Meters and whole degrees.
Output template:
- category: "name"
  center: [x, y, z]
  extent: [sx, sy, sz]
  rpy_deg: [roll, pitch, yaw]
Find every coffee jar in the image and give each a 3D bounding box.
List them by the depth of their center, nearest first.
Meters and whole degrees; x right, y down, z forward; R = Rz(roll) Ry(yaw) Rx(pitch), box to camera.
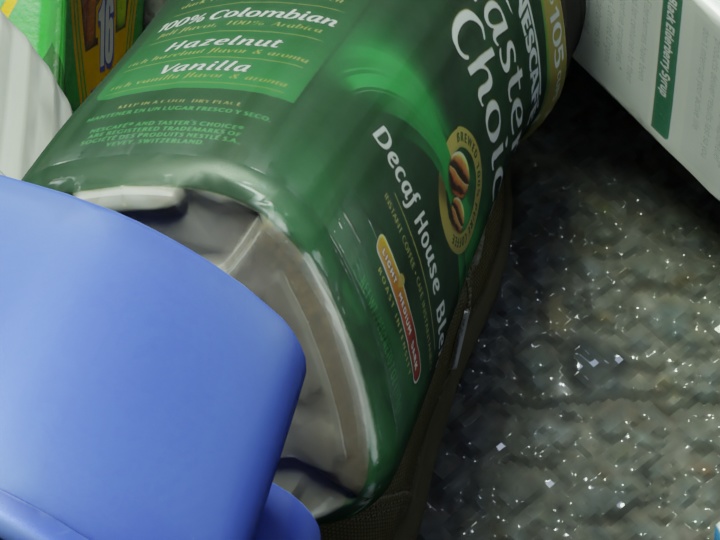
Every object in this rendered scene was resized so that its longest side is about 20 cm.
- category: "coffee jar"
  center: [-0.008, -0.038, 0.706]
  extent: [0.085, 0.104, 0.200]
  rpy_deg: [-2, 37, 23]

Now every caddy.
- category: "caddy"
  center: [-0.101, 0.053, 0.595]
  extent: [0.199, 0.142, 0.105]
  rpy_deg: [16, 56, 15]

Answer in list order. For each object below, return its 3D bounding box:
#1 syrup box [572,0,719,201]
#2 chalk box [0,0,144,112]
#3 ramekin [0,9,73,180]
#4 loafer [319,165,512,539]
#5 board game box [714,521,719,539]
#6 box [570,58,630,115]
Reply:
- category: "syrup box"
  center: [0.079, -0.105, 0.794]
  extent: [0.079, 0.082, 0.200]
  rpy_deg: [-36, 65, -18]
- category: "chalk box"
  center: [-0.123, -0.149, 0.806]
  extent: [0.123, 0.201, 0.124]
  rpy_deg: [6, 13, 7]
- category: "ramekin"
  center: [-0.157, -0.006, 0.737]
  extent: [0.202, 0.203, 0.094]
  rpy_deg: [3, 45, 5]
- category: "loafer"
  center: [0.000, 0.000, 0.794]
  extent: [0.076, 0.068, 0.200]
  rpy_deg: [4, 57, 6]
- category: "board game box"
  center: [0.209, 0.121, 0.692]
  extent: [0.199, 0.056, 0.196]
  rpy_deg: [-18, 53, -2]
- category: "box"
  center: [0.098, -0.160, 0.904]
  extent: [0.200, 0.051, 0.158]
  rpy_deg: [-38, 62, -19]
